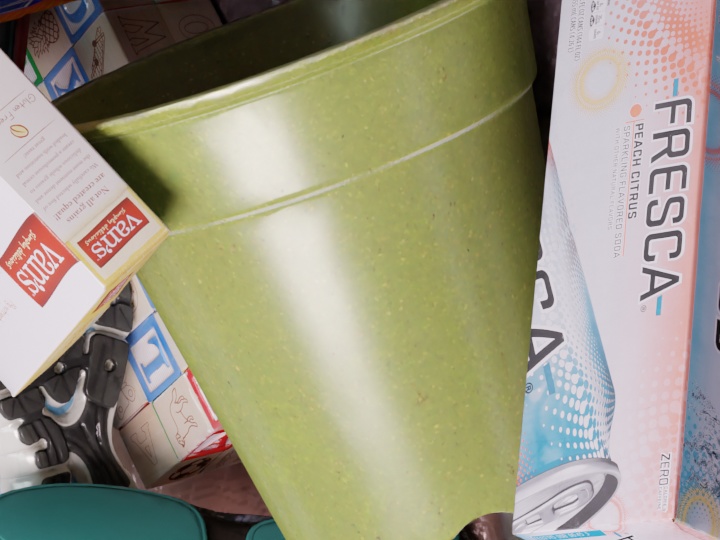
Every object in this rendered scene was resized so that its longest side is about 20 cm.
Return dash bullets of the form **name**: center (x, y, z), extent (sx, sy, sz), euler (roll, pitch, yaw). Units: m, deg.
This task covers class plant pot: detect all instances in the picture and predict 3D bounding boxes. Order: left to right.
- **plant pot**: center (0.000, 0.000, 1.094), extent (0.200, 0.200, 0.190), euler (-6, 108, 48)

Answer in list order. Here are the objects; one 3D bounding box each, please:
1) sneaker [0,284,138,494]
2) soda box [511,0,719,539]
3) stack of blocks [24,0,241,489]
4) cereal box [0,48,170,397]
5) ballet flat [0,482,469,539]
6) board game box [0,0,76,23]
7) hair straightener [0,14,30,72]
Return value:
- **sneaker**: center (-0.147, 0.055, 1.244), extent (0.090, 0.078, 0.201), euler (7, 104, 52)
- **soda box**: center (0.103, -0.002, 0.987), extent (0.068, 0.064, 0.200), euler (-10, 64, 40)
- **stack of blocks**: center (-0.084, -0.024, 1.254), extent (0.115, 0.058, 0.200), euler (-41, 69, 45)
- **cereal box**: center (-0.163, -0.055, 1.049), extent (0.200, 0.040, 0.144), euler (47, 154, 0)
- **ballet flat**: center (-0.056, 0.129, 1.190), extent (0.072, 0.200, 0.072), euler (-178, 90, -88)
- **board game box**: center (-0.125, -0.214, 1.110), extent (0.200, 0.200, 0.200), euler (-22, 87, 61)
- **hair straightener**: center (-0.172, -0.151, 1.254), extent (0.041, 0.077, 0.200), euler (-44, 33, 46)
